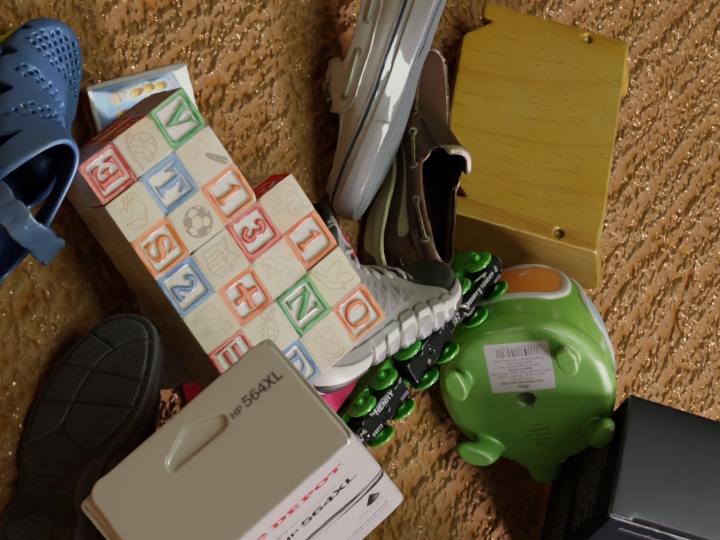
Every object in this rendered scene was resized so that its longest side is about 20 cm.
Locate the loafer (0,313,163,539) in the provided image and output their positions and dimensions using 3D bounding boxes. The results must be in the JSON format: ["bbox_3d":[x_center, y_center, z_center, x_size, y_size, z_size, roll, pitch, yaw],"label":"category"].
[{"bbox_3d":[-0.167,0.124,1.275,0.063,0.071,0.201,65,39,-55],"label":"loafer"}]

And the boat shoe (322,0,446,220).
[{"bbox_3d":[0.005,-0.138,1.573,0.074,0.066,0.201,60,50,-76],"label":"boat shoe"}]

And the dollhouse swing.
[{"bbox_3d":[0.139,-0.080,1.777,0.180,0.176,0.201,15,64,-8],"label":"dollhouse swing"}]

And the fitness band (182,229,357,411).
[{"bbox_3d":[-0.057,0.045,1.468,0.200,0.037,0.144,-49,125,-47],"label":"fitness band"}]

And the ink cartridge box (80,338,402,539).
[{"bbox_3d":[-0.065,0.139,1.267,0.084,0.146,0.200,47,-3,18],"label":"ink cartridge box"}]

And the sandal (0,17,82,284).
[{"bbox_3d":[-0.197,-0.065,1.246,0.079,0.087,0.201,40,50,-41],"label":"sandal"}]

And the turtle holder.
[{"bbox_3d":[0.143,0.079,1.657,0.185,0.140,0.132,43,32,-27],"label":"turtle holder"}]

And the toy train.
[{"bbox_3d":[0.040,0.056,1.552,0.200,0.056,0.042,-49,121,-32],"label":"toy train"}]

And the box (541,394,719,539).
[{"bbox_3d":[0.240,0.196,1.679,0.147,0.200,0.105,18,63,-7],"label":"box"}]

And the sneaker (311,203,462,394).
[{"bbox_3d":[0.000,0.000,1.466,0.200,0.075,0.116,-35,111,-52],"label":"sneaker"}]

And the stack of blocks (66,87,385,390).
[{"bbox_3d":[-0.089,-0.016,1.335,0.115,0.058,0.201,-40,105,-21],"label":"stack of blocks"}]

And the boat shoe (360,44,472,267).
[{"bbox_3d":[0.055,-0.084,1.620,0.075,0.074,0.204,29,59,-49],"label":"boat shoe"}]

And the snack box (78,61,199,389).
[{"bbox_3d":[-0.123,-0.029,1.365,0.071,0.024,0.202,-17,96,-23],"label":"snack box"}]
